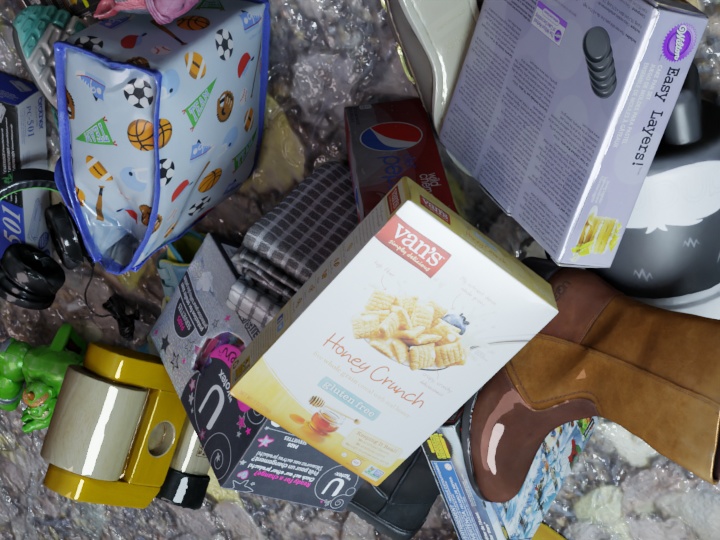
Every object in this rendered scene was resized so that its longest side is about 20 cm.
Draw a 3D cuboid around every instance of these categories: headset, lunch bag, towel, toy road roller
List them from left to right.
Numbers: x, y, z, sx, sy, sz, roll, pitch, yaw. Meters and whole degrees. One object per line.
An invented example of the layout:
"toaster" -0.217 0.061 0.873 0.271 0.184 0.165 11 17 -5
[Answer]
"headset" -0.286 -0.007 1.367 0.200 0.123 0.094 47 -178 -45
"toy road roller" -0.214 0.127 1.270 0.145 0.199 0.125 18 90 35
"lunch bag" -0.162 -0.116 1.189 0.123 0.170 0.202 21 129 24
"towel" 0.000 0.000 1.151 0.164 0.200 0.086 33 118 6

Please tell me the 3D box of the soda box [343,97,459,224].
"soda box" 0.030 -0.058 1.095 0.069 0.201 0.064 -6 122 -2

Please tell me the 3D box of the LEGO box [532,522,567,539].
"LEGO box" 0.140 0.323 1.281 0.148 0.200 0.078 36 130 5

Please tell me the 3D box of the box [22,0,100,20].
"box" -0.250 -0.313 1.196 0.159 0.044 0.202 -16 111 36

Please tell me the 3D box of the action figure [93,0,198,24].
"action figure" -0.117 -0.243 1.107 0.199 0.135 0.149 -32 128 13

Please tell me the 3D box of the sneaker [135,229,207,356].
"sneaker" -0.170 0.032 1.354 0.198 0.080 0.131 -24 109 28

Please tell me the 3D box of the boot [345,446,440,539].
"boot" 0.022 0.142 1.318 0.163 0.066 0.201 28 133 1

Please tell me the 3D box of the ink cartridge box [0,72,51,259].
"ink cartridge box" -0.349 -0.093 1.396 0.093 0.044 0.202 21 128 19

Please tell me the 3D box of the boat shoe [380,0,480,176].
"boat shoe" 0.064 -0.164 1.101 0.060 0.071 0.201 45 164 54

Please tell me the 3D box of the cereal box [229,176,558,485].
"cereal box" 0.021 0.048 1.018 0.143 0.040 0.200 33 115 -21

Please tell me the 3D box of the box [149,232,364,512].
"box" -0.072 0.083 1.183 0.115 0.131 0.200 -57 40 19

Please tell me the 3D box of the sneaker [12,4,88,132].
"sneaker" -0.245 -0.144 1.264 0.090 0.078 0.201 0 137 43

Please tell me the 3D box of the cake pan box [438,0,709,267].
"cake pan box" 0.135 -0.129 0.994 0.200 0.052 0.186 51 129 51

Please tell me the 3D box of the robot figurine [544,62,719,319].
"robot figurine" 0.217 -0.048 1.048 0.150 0.124 0.202 25 134 48

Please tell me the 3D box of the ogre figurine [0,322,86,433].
"ogre figurine" -0.304 0.122 1.483 0.199 0.098 0.121 29 150 30

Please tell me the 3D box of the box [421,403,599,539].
"box" 0.122 0.124 1.161 0.039 0.200 0.138 -6 117 35

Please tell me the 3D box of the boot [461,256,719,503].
"boot" 0.173 0.103 1.008 0.199 0.068 0.191 23 94 43
